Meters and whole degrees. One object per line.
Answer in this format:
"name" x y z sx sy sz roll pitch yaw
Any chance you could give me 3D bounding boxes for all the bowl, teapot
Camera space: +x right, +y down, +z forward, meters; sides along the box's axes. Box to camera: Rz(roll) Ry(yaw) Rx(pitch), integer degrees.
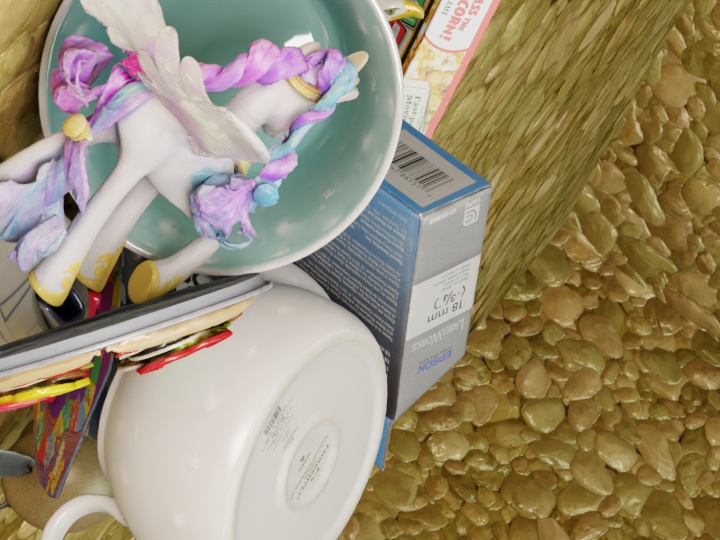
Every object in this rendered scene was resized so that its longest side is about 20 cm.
"bowl" -0.075 -0.108 1.174 0.202 0.200 0.105 -57 -171 15
"teapot" -0.088 0.092 1.229 0.200 0.145 0.199 -28 132 -53

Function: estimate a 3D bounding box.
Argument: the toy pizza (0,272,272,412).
"toy pizza" -0.139 0.043 1.091 0.198 0.032 0.200 -17 -177 1

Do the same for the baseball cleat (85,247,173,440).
"baseball cleat" -0.133 0.018 1.349 0.069 0.106 0.202 2 104 -52

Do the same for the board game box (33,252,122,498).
"board game box" -0.197 0.043 1.316 0.159 0.039 0.201 -102 -151 -44

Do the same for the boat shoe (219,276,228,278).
"boat shoe" -0.087 -0.066 1.493 0.201 0.075 0.072 -68 174 28

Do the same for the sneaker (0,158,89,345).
"sneaker" -0.206 0.023 1.221 0.075 0.087 0.200 -49 170 -33

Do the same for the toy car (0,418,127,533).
"toy car" -0.214 0.126 1.513 0.199 0.159 0.164 -17 158 -31

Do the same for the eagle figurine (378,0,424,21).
"eagle figurine" -0.030 -0.187 1.327 0.152 0.150 0.201 -116 -163 -57

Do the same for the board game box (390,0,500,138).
"board game box" 0.020 -0.168 1.447 0.046 0.152 0.201 14 113 -33

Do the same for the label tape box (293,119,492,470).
"label tape box" 0.000 0.000 1.293 0.063 0.144 0.201 -25 139 -34

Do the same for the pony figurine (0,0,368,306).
"pony figurine" -0.105 -0.074 1.057 0.200 0.167 0.193 -41 146 10

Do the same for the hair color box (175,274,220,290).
"hair color box" -0.115 0.066 1.448 0.099 0.200 0.061 -47 -178 -35
